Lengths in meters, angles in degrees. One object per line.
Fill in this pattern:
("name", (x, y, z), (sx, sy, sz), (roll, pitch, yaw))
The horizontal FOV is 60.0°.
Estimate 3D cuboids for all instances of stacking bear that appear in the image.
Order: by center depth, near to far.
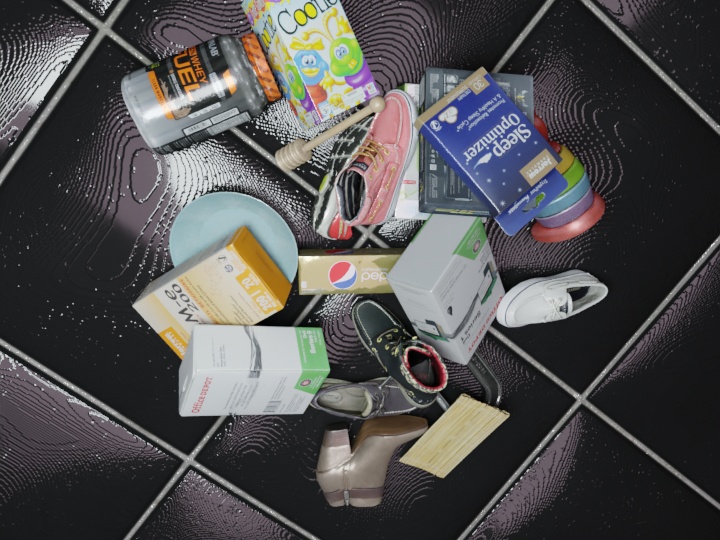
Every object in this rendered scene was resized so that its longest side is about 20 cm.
("stacking bear", (0.283, -0.154, 0.969), (0.121, 0.114, 0.200), (-37, 107, 3))

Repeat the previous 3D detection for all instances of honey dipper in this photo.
("honey dipper", (-0.045, -0.202, 0.915), (0.200, 0.038, 0.038), (-23, 107, 36))

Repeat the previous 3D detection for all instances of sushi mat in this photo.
("sushi mat", (0.158, 0.287, 1.071), (0.096, 0.012, 0.200), (27, 122, -13))

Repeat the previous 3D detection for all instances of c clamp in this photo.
("c clamp", (0.148, 0.200, 1.073), (0.200, 0.027, 0.171), (46, 76, -14))

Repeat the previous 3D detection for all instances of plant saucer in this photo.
("plant saucer", (-0.194, -0.034, 0.974), (0.201, 0.039, 0.201), (2, 117, 4))

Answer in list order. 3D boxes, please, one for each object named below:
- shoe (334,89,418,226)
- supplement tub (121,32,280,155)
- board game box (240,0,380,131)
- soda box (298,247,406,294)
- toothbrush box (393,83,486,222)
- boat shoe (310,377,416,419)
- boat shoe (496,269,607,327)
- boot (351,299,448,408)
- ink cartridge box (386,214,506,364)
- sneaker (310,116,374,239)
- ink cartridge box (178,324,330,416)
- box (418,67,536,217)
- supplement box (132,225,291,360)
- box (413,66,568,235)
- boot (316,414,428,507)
("shoe", (0.022, -0.159, 0.892), (0.071, 0.091, 0.200), (22, 110, 28))
("supplement tub", (-0.224, -0.256, 0.895), (0.200, 0.123, 0.123), (-24, 104, -1))
("board game box", (-0.072, -0.318, 0.895), (0.103, 0.105, 0.200), (-30, 104, -17))
("soda box", (0.000, 0.000, 1.003), (0.200, 0.068, 0.064), (-2, 102, -6))
("toothbrush box", (0.125, -0.181, 0.968), (0.145, 0.086, 0.200), (3, 103, -6))
("boat shoe", (0.010, 0.220, 1.052), (0.200, 0.065, 0.072), (7, 98, -10))
("boat shoe", (0.316, 0.052, 1.016), (0.200, 0.066, 0.072), (-12, 113, -26))
("boot", (0.061, 0.114, 0.965), (0.073, 0.154, 0.204), (-32, 77, -12))
("ink cartridge box", (0.138, 0.027, 0.946), (0.146, 0.084, 0.200), (-54, 139, -21))
("sneaker", (-0.010, -0.143, 0.980), (0.085, 0.077, 0.200), (18, 101, -30))
("ink cartridge box", (-0.167, 0.154, 0.953), (0.200, 0.084, 0.146), (5, 141, -24))
("box", (0.162, -0.177, 0.872), (0.157, 0.051, 0.200), (2, 81, -6))
("supplement box", (-0.224, 0.038, 0.951), (0.200, 0.074, 0.126), (-29, 111, 19))
("box", (0.180, -0.158, 0.830), (0.121, 0.032, 0.200), (-40, 89, -12))
("boot", (0.022, 0.333, 1.078), (0.200, 0.070, 0.146), (-5, 100, 5))
